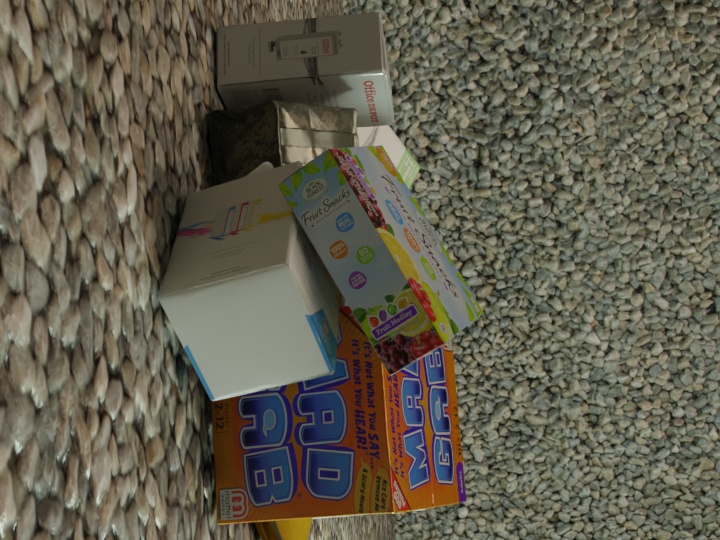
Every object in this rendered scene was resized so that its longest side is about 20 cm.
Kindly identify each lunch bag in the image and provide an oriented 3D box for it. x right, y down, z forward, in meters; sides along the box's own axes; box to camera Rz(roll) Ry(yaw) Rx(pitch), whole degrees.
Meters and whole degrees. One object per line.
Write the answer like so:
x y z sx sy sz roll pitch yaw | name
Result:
-0.078 -0.082 1.293 0.163 0.117 0.203 -4 90 -54 | lunch bag

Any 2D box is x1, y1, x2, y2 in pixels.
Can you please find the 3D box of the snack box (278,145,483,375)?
0.024 -0.017 1.084 0.201 0.067 0.168 60 19 4 | snack box

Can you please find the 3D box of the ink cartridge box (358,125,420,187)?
-0.033 -0.178 1.580 0.200 0.145 0.085 49 63 -41 | ink cartridge box

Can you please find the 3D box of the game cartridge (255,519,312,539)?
-0.090 0.251 1.429 0.201 0.032 0.178 -79 161 -46 | game cartridge

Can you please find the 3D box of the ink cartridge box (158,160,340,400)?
-0.096 0.001 1.092 0.201 0.124 0.129 -88 160 -56 | ink cartridge box

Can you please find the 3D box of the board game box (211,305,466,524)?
-0.022 0.153 1.208 0.199 0.198 0.202 16 67 -63 | board game box

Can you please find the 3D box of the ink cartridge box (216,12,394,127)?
-0.063 -0.232 1.385 0.147 0.197 0.084 73 14 -71 | ink cartridge box

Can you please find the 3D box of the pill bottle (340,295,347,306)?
0.000 0.000 1.506 0.200 0.112 0.114 -119 -160 -61 | pill bottle
